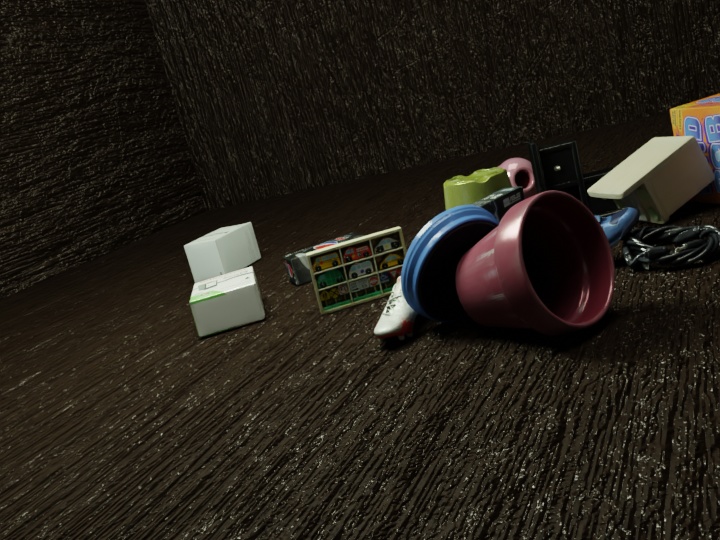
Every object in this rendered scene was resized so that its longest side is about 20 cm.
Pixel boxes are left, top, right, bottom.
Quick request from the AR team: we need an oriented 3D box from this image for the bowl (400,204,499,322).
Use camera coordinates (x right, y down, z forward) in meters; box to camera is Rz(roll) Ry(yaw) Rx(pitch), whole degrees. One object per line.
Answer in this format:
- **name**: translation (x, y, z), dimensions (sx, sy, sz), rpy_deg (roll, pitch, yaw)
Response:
- **bowl**: translation (0.158, -0.006, 1.277), dimensions (0.199, 0.203, 0.039), rpy_deg (-20, 37, -23)

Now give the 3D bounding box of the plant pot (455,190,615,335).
- **plant pot**: translation (0.243, 0.004, 1.170), dimensions (0.199, 0.202, 0.178), rpy_deg (-24, 0, -37)

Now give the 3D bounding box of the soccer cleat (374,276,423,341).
- **soccer cleat**: translation (0.073, 0.056, 1.340), dimensions (0.068, 0.086, 0.200), rpy_deg (-7, 15, 32)

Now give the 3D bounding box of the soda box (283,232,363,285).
- **soda box**: translation (-0.084, -0.030, 1.935), dimensions (0.198, 0.072, 0.063), rpy_deg (-20, 17, -21)

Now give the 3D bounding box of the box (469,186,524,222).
- **box**: translation (0.241, -0.049, 1.430), dimensions (0.043, 0.162, 0.199), rpy_deg (-2, 17, 44)

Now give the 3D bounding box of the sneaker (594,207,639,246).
- **sneaker**: translation (0.396, -0.066, 1.404), dimensions (0.199, 0.083, 0.074), rpy_deg (-30, 2, 18)

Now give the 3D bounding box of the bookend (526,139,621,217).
- **bookend**: translation (0.483, -0.203, 1.726), dimensions (0.197, 0.201, 0.092), rpy_deg (-12, 10, 9)

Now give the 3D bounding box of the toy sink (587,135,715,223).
- **toy sink**: translation (0.590, -0.170, 1.610), dimensions (0.199, 0.113, 0.130), rpy_deg (-37, 15, -9)

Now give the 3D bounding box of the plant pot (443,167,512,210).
- **plant pot**: translation (0.249, -0.104, 1.603), dimensions (0.198, 0.186, 0.201), rpy_deg (-14, 13, 3)

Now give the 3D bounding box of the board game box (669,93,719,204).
- **board game box**: translation (0.786, -0.257, 1.601), dimensions (0.198, 0.202, 0.200), rpy_deg (-18, 13, -13)

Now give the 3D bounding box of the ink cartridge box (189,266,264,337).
- **ink cartridge box**: translation (-0.291, 0.065, 1.731), dimensions (0.144, 0.085, 0.200), rpy_deg (-16, 13, -7)

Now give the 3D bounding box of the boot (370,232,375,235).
- **boot**: translation (-0.026, -0.025, 1.847), dimensions (0.154, 0.074, 0.200), rpy_deg (-22, 1, 14)

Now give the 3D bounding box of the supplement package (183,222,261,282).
- **supplement package**: translation (-0.398, -0.054, 2.299), dimensions (0.116, 0.119, 0.200), rpy_deg (-8, 15, 26)

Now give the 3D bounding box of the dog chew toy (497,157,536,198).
- **dog chew toy**: translation (0.414, -0.244, 2.192), dimensions (0.123, 0.126, 0.200), rpy_deg (-17, 4, -11)

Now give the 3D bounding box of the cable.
- **cable**: translation (0.531, -0.053, 1.358), dimensions (0.161, 0.051, 0.200), rpy_deg (-13, 11, 19)

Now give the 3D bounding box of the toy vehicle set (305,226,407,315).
- **toy vehicle set**: translation (0.000, 0.000, 1.582), dimensions (0.198, 0.126, 0.027), rpy_deg (-17, 12, -6)
